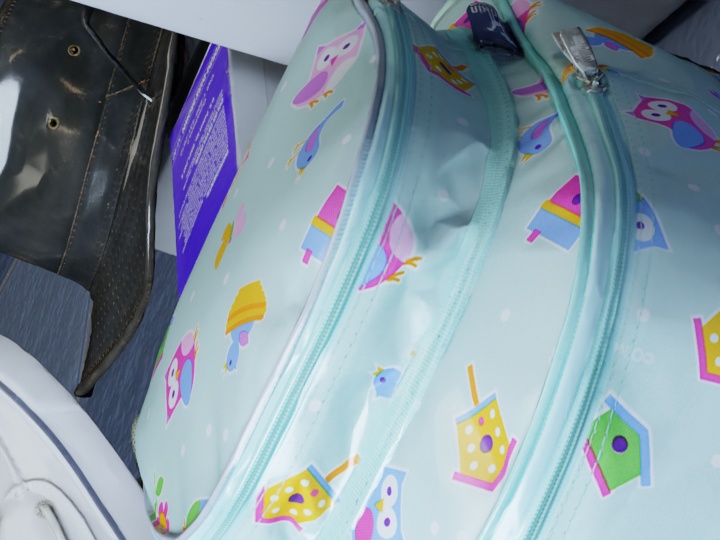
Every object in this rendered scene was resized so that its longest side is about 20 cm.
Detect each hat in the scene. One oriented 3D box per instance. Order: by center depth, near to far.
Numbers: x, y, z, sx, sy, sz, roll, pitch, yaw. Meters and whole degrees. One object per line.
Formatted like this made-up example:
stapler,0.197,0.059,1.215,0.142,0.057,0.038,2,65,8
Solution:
hat,-0.114,-0.055,1.051,0.201,0.081,0.201,-168,90,-79

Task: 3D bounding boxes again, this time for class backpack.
backpack,0.035,0.028,0.683,0.176,0.153,0.200,-63,25,15

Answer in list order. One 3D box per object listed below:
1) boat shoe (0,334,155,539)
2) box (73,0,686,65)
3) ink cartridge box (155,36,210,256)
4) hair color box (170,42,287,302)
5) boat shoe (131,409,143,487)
boat shoe,-0.112,0.111,1.043,0.200,0.066,0.072,54,156,16
box,0.012,-0.172,0.858,0.200,0.199,0.171,140,143,-63
ink cartridge box,-0.024,-0.114,1.136,0.147,0.083,0.200,-94,26,-49
hair color box,0.000,0.000,0.893,0.200,0.109,0.065,-99,30,-58
boat shoe,-0.050,0.071,1.049,0.200,0.076,0.072,123,157,-45
